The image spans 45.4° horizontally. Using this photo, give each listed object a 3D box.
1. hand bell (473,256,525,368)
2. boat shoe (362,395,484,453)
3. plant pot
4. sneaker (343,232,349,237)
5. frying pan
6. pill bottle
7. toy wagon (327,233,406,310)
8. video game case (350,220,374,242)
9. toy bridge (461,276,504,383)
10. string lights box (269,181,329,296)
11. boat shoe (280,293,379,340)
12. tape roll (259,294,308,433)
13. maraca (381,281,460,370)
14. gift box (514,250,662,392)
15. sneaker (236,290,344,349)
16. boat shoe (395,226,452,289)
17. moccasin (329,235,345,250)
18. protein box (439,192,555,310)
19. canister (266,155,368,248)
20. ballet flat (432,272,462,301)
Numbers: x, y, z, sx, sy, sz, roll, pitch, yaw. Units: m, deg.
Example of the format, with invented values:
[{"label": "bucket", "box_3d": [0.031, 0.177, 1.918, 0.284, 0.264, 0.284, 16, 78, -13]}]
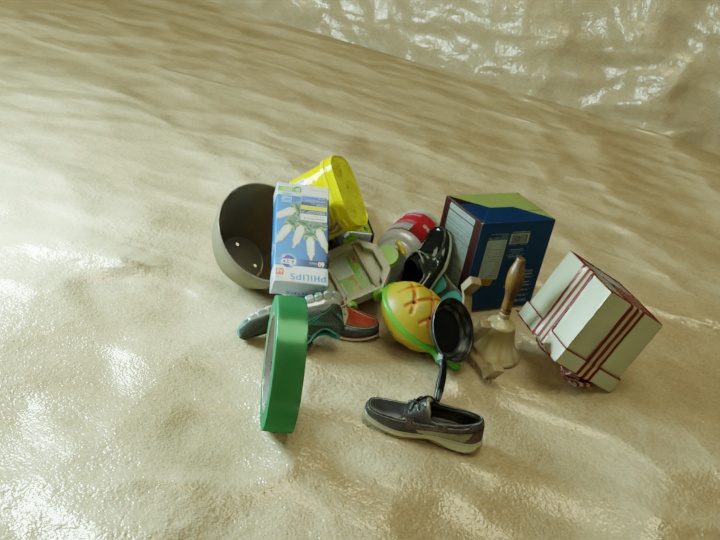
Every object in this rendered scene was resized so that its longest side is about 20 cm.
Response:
[{"label": "hand bell", "box_3d": [0.273, 0.068, 1.598, 0.102, 0.203, 0.105, 10, 27, -5]}, {"label": "boat shoe", "box_3d": [0.102, 0.230, 1.366, 0.197, 0.066, 0.072, 16, 29, 8]}, {"label": "plant pot", "box_3d": [-0.205, -0.046, 1.651, 0.197, 0.134, 0.204, 15, 59, -27]}, {"label": "sneaker", "box_3d": [-0.114, -0.090, 1.853, 0.196, 0.078, 0.076, 0, 40, -19]}, {"label": "frying pan", "box_3d": [0.160, 0.144, 1.523, 0.114, 0.194, 0.031, 15, -19, -43]}, {"label": "pill bottle", "box_3d": [0.097, -0.048, 1.837, 0.111, 0.114, 0.200, 20, 29, 15]}, {"label": "toy wagon", "box_3d": [0.000, 0.000, 1.692, 0.197, 0.040, 0.156, -22, 57, -12]}, {"label": "video game case", "box_3d": [-0.071, -0.126, 2.010, 0.177, 0.026, 0.201, 5, 27, -14]}, {"label": "toy bridge", "box_3d": [0.215, 0.115, 1.592, 0.027, 0.067, 0.203, 9, 55, -29]}, {"label": "string lights box", "box_3d": [-0.111, -0.056, 1.580, 0.101, 0.059, 0.203, 5, 63, -13]}, {"label": "boat shoe", "box_3d": [-0.057, 0.077, 1.592, 0.196, 0.064, 0.071, 14, 25, -1]}, {"label": "tape roll", "box_3d": [-0.116, 0.140, 1.294, 0.047, 0.204, 0.201, 6, 28, -10]}, {"label": "maraca", "box_3d": [0.117, 0.100, 1.585, 0.200, 0.107, 0.137, 44, 35, 3]}, {"label": "gift box", "box_3d": [0.407, 0.094, 1.607, 0.198, 0.188, 0.185, 28, 17, -24]}, {"label": "sneaker", "box_3d": [-0.117, 0.100, 1.510, 0.196, 0.093, 0.078, -15, -12, -9]}, {"label": "boat shoe", "box_3d": [0.124, -0.010, 1.710, 0.071, 0.068, 0.202, 12, 62, 37]}, {"label": "moccasin", "box_3d": [-0.036, -0.025, 1.783, 0.200, 0.078, 0.074, 31, 63, 23]}, {"label": "protein box", "box_3d": [0.270, -0.041, 1.800, 0.195, 0.203, 0.135, -5, 31, -30]}, {"label": "canister", "box_3d": [-0.099, -0.120, 1.724, 0.086, 0.198, 0.151, -8, 75, -61]}, {"label": "ballet flat", "box_3d": [0.173, 0.060, 1.720, 0.069, 0.071, 0.201, -1, 42, -25]}]
